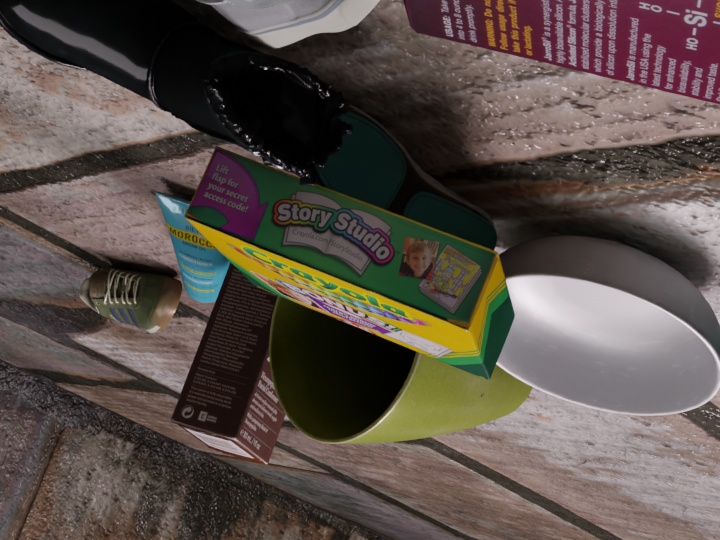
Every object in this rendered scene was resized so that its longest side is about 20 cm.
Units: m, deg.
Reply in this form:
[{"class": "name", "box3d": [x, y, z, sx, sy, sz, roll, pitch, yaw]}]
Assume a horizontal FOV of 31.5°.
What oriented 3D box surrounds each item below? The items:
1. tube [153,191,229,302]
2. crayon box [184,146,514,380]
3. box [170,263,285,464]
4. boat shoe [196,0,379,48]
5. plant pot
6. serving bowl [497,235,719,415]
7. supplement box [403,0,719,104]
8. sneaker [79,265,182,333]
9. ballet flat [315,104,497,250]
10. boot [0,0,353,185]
[{"class": "tube", "box3d": [-0.157, -0.026, 1.262, 0.076, 0.051, 0.200, 12, 158, 2]}, {"class": "crayon box", "box3d": [0.000, 0.000, 0.865, 0.198, 0.059, 0.173, 21, 171, 15]}, {"class": "box", "box3d": [-0.098, 0.070, 1.205, 0.074, 0.202, 0.100, 12, 163, 20]}, {"class": "boat shoe", "box3d": [-0.036, -0.158, 0.629, 0.071, 0.071, 0.200, 21, 168, -24]}, {"class": "plant pot", "box3d": [0.057, 0.064, 1.089, 0.199, 0.190, 0.186, 16, 171, -41]}, {"class": "serving bowl", "box3d": [0.179, 0.033, 0.960, 0.198, 0.066, 0.201, 17, 152, 9]}, {"class": "supplement box", "box3d": [0.120, -0.131, 0.454, 0.198, 0.112, 0.086, 16, 163, 15]}, {"class": "sneaker", "box3d": [-0.287, 0.031, 1.548, 0.089, 0.068, 0.200, 21, 168, -22]}, {"class": "ballet flat", "box3d": [0.016, -0.058, 0.916, 0.199, 0.070, 0.069, 32, 161, -35]}, {"class": "boot", "box3d": [-0.109, -0.124, 0.753, 0.197, 0.074, 0.162, 26, -176, -39]}]
